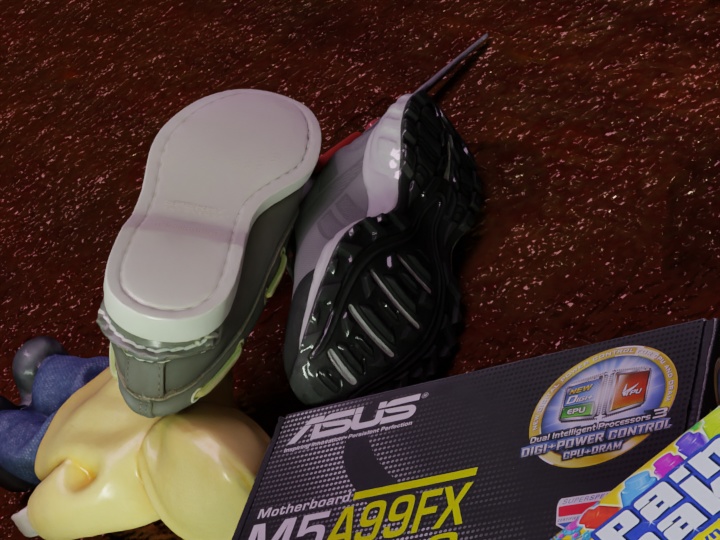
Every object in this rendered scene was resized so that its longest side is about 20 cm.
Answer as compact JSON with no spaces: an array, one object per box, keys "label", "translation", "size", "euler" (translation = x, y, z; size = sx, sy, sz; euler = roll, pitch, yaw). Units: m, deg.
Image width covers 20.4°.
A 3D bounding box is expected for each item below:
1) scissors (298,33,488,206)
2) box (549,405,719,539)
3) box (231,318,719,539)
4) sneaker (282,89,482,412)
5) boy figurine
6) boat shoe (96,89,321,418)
[{"label":"scissors","translation":[-0.002,-0.062,1.028],"size":[0.200,0.014,0.073],"euler":[-41,-14,-42]},{"label":"box","translation":[0.157,0.119,0.517],"size":[0.200,0.122,0.193],"euler":[-37,29,-6]},{"label":"box","translation":[0.038,0.105,0.729],"size":[0.199,0.044,0.161],"euler":[-14,36,31]},{"label":"sneaker","translation":[0.000,0.000,0.901],"size":[0.079,0.074,0.201],"euler":[-28,23,29]},{"label":"boy figurine","translation":[-0.097,0.073,0.887],"size":[0.199,0.065,0.124],"euler":[8,50,48]},{"label":"boat shoe","translation":[-0.066,-0.014,0.881],"size":[0.072,0.061,0.202],"euler":[13,35,7]}]
